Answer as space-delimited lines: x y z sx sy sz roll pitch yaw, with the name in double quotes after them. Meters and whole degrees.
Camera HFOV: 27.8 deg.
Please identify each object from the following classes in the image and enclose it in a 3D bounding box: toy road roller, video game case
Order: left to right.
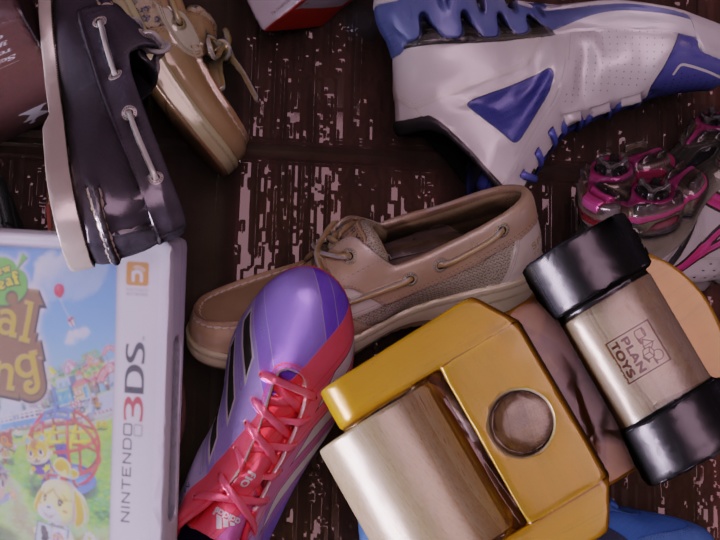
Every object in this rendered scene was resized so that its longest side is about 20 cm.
-0.183 0.071 0.723 0.198 0.022 0.184 3 92 16 "video game case"
0.089 0.071 0.727 0.199 0.146 0.124 -31 82 5 "toy road roller"

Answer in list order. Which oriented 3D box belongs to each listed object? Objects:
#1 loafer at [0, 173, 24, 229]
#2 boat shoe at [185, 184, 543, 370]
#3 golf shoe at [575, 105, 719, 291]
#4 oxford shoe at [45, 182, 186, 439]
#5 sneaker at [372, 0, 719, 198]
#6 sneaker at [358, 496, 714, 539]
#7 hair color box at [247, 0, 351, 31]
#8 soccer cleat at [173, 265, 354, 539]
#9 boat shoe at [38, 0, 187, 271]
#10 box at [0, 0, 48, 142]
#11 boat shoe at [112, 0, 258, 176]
-0.192 0.041 0.764 0.062 0.072 0.202 -18 84 -3 "loafer"
0.000 0.000 0.774 0.198 0.072 0.066 -12 123 -1 "boat shoe"
0.202 -0.039 0.830 0.198 0.073 0.093 -21 127 -22 "golf shoe"
-0.127 0.004 0.773 0.070 0.074 0.202 -13 81 -9 "oxford shoe"
0.101 -0.093 0.823 0.197 0.081 0.117 2 91 -10 "sneaker"
0.097 0.130 0.781 0.198 0.066 0.079 2 76 -6 "sneaker"
-0.045 -0.249 0.807 0.064 0.110 0.202 -19 81 -55 "hair color box"
-0.055 0.095 0.728 0.066 0.077 0.201 24 106 -6 "soccer cleat"
-0.120 -0.089 0.710 0.062 0.073 0.202 -9 55 -1 "boat shoe"
-0.267 -0.158 0.736 0.165 0.164 0.202 -25 83 -6 "box"
-0.109 -0.148 0.803 0.062 0.073 0.201 -29 84 -8 "boat shoe"
